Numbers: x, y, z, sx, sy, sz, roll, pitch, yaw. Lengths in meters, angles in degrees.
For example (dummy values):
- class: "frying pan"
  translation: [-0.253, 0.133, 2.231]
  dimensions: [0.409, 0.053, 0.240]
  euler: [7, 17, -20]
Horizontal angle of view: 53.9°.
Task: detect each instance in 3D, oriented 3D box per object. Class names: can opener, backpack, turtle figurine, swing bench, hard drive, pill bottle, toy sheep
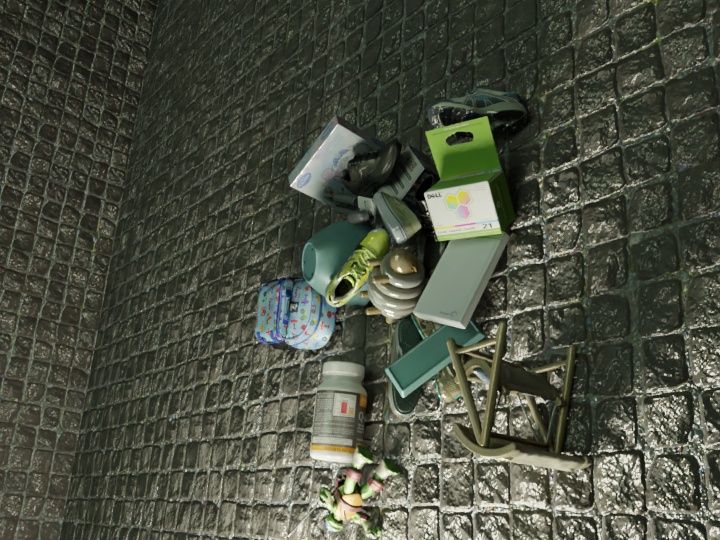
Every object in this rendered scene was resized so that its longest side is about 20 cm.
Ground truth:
- class: "can opener"
  translation: [-0.024, -0.143, 1.617]
  dimensions: [0.199, 0.065, 0.055]
  euler: [21, 119, 60]
- class: "backpack"
  translation: [-0.151, 0.104, 1.742]
  dimensions: [0.198, 0.133, 0.187]
  euler: [-6, 71, 48]
- class: "turtle figurine"
  translation: [-0.010, 0.465, 1.402]
  dimensions: [0.143, 0.199, 0.197]
  euler: [33, 99, 17]
- class: "swing bench"
  translation: [0.249, 0.211, 1.124]
  dimensions: [0.129, 0.196, 0.205]
  euler: [-25, 56, 43]
- class: "hard drive"
  translation: [0.194, 0.009, 1.371]
  dimensions: [0.131, 0.027, 0.203]
  euler: [9, 65, 51]
- class: "pill bottle"
  translation: [-0.044, 0.306, 1.529]
  dimensions: [0.115, 0.115, 0.205]
  euler: [-13, 65, 48]
- class: "toy sheep"
  translation: [0.072, 0.035, 1.478]
  dimensions: [0.202, 0.134, 0.140]
  euler: [103, 156, -46]

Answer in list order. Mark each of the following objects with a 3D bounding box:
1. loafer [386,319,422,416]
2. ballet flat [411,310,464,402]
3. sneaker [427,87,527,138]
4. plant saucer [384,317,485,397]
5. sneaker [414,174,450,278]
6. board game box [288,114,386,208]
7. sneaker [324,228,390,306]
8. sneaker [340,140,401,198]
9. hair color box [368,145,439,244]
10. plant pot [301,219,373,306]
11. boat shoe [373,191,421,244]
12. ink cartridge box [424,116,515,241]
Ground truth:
- class: "loafer"
  translation: [0.087, 0.205, 1.458]
  dimensions: [0.063, 0.070, 0.204]
  euler: [133, 148, -58]
- class: "ballet flat"
  translation: [0.163, 0.155, 1.382]
  dimensions: [0.074, 0.068, 0.203]
  euler: [-27, 57, 15]
- class: "sneaker"
  translation: [0.231, -0.321, 1.418]
  dimensions: [0.078, 0.194, 0.088]
  euler: [90, -177, -52]
- class: "plant saucer"
  translation: [0.140, 0.154, 1.347]
  dimensions: [0.198, 0.019, 0.070]
  euler: [-36, 61, -1]
- class: "sneaker"
  translation: [0.145, -0.090, 1.462]
  dimensions: [0.074, 0.105, 0.205]
  euler: [5, 79, 52]
- class: "board game box"
  translation: [-0.038, -0.242, 1.684]
  dimensions: [0.200, 0.196, 0.044]
  euler: [-46, 39, 28]
- class: "sneaker"
  translation: [0.000, 0.000, 1.510]
  dimensions: [0.202, 0.075, 0.076]
  euler: [-54, 7, 4]
- class: "sneaker"
  translation: [0.020, -0.232, 1.599]
  dimensions: [0.200, 0.090, 0.077]
  euler: [-43, 17, 46]
- class: "hair color box"
  translation: [0.088, -0.169, 1.606]
  dimensions: [0.201, 0.060, 0.101]
  euler: [-53, 41, 24]
- class: "plant pot"
  translation: [-0.058, -0.019, 1.624]
  dimensions: [0.199, 0.132, 0.206]
  euler: [-2, 87, 64]
- class: "boat shoe"
  translation: [0.078, -0.116, 1.496]
  dimensions: [0.061, 0.073, 0.201]
  euler: [-24, 33, -1]
- class: "ink cartridge box"
  translation: [0.194, -0.171, 1.349]
  dimensions: [0.145, 0.076, 0.204]
  euler: [-6, 112, 39]
